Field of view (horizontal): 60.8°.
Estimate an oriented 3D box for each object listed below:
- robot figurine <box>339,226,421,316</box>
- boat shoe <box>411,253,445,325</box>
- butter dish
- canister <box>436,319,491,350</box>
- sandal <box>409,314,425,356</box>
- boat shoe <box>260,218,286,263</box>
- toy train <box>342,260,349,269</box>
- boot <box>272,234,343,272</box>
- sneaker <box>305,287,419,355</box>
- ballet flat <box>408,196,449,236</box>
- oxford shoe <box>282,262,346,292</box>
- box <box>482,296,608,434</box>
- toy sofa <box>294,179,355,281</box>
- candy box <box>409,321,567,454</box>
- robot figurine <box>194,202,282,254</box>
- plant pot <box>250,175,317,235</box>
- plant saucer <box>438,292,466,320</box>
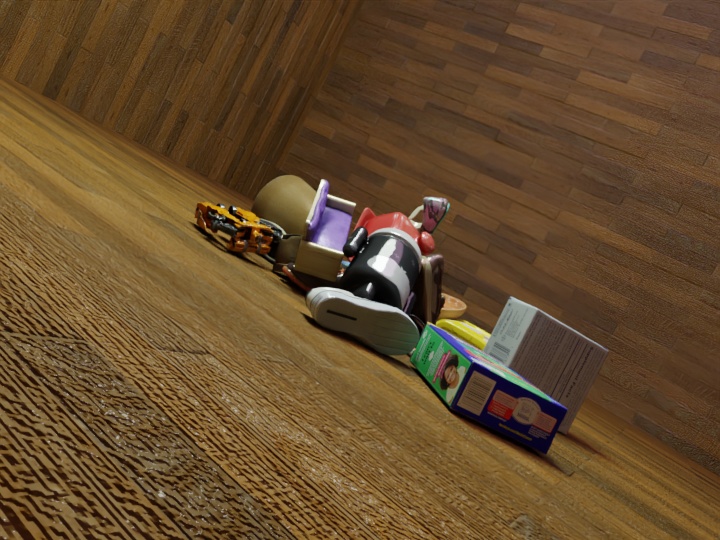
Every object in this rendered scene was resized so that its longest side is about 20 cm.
[{"bbox_3d":[0.035,0.013,1.090,0.122,0.153,0.201,13,42,17],"label":"robot figurine"},{"bbox_3d":[0.138,0.063,1.202,0.071,0.204,0.072,-14,24,-25],"label":"boat shoe"},{"bbox_3d":[0.084,-0.032,1.256,0.201,0.146,0.201,54,30,-21],"label":"butter dish"},{"bbox_3d":[0.236,0.169,1.367,0.147,0.088,0.199,30,4,21],"label":"canister"},{"bbox_3d":[0.100,0.119,1.146,0.078,0.060,0.206,27,3,-26],"label":"sandal"},{"bbox_3d":[-0.192,-0.061,1.310,0.199,0.073,0.065,38,2,30],"label":"boat shoe"},{"bbox_3d":[0.022,0.051,1.378,0.198,0.088,0.113,33,14,30],"label":"toy train"},{"bbox_3d":[-0.095,-0.028,1.234,0.072,0.077,0.199,7,0,33],"label":"boot"},{"bbox_3d":[0.005,0.069,0.935,0.198,0.074,0.071,27,9,-30],"label":"sneaker"},{"bbox_3d":[0.132,-0.090,1.327,0.070,0.070,0.201,20,-37,2],"label":"ballet flat"},{"bbox_3d":[-0.055,0.022,1.158,0.198,0.074,0.071,27,5,-26],"label":"oxford shoe"},{"bbox_3d":[0.345,0.183,1.194,0.197,0.187,0.105,28,1,-20],"label":"box"},{"bbox_3d":[-0.060,-0.080,1.151,0.081,0.099,0.201,17,33,-4],"label":"toy sofa"},{"bbox_3d":[0.180,0.168,0.912,0.167,0.078,0.200,28,2,-16],"label":"candy box"},{"bbox_3d":[-0.235,-0.081,1.170,0.143,0.059,0.199,6,17,-37],"label":"robot figurine"},{"bbox_3d":[-0.124,-0.094,1.405,0.199,0.189,0.185,33,5,39],"label":"plant pot"},{"bbox_3d":[0.156,0.080,1.477,0.195,0.038,0.200,12,11,-2],"label":"plant saucer"}]
